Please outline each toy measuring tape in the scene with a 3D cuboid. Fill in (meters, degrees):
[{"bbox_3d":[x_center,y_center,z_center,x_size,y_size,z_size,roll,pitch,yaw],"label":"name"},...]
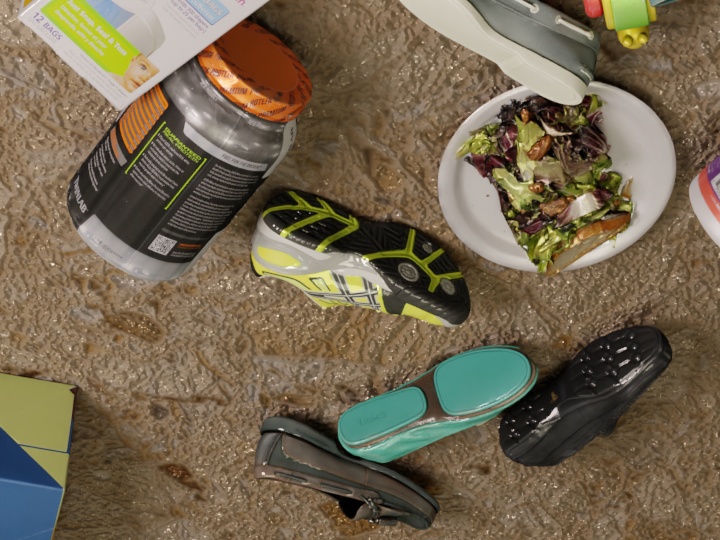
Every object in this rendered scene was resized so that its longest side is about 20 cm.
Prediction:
[{"bbox_3d":[0.191,-0.244,1.275,0.073,0.074,0.200,-12,129,7],"label":"toy measuring tape"}]

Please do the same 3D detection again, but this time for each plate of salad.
[{"bbox_3d":[0.164,-0.070,1.431,0.200,0.048,0.200,-1,130,-1],"label":"plate of salad"}]

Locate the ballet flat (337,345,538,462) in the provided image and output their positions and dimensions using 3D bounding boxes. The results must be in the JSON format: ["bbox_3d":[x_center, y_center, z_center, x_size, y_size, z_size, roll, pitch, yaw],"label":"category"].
[{"bbox_3d":[0.077,0.124,1.586,0.200,0.067,0.070,-22,151,15],"label":"ballet flat"}]

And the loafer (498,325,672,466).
[{"bbox_3d":[0.213,0.118,1.578,0.070,0.068,0.201,26,129,-31],"label":"loafer"}]

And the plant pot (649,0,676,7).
[{"bbox_3d":[0.276,-0.280,1.193,0.200,0.200,0.135,-19,94,13],"label":"plant pot"}]

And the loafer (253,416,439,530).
[{"bbox_3d":[-0.017,0.208,1.631,0.200,0.063,0.072,31,152,-20],"label":"loafer"}]

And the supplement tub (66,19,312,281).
[{"bbox_3d":[-0.132,-0.096,1.350,0.122,0.123,0.200,29,123,-23],"label":"supplement tub"}]

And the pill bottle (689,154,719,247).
[{"bbox_3d":[0.370,-0.094,1.379,0.111,0.111,0.200,30,122,-24],"label":"pill bottle"}]

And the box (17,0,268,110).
[{"bbox_3d":[-0.137,-0.230,1.252,0.200,0.101,0.112,-32,124,22],"label":"box"}]

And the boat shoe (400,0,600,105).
[{"bbox_3d":[0.101,-0.203,1.325,0.200,0.073,0.062,32,78,-17],"label":"boat shoe"}]

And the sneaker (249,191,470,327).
[{"bbox_3d":[0.000,0.000,1.474,0.200,0.075,0.076,25,132,-8],"label":"sneaker"}]

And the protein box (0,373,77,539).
[{"bbox_3d":[-0.377,0.205,1.577,0.198,0.135,0.200,11,128,-11],"label":"protein box"}]
